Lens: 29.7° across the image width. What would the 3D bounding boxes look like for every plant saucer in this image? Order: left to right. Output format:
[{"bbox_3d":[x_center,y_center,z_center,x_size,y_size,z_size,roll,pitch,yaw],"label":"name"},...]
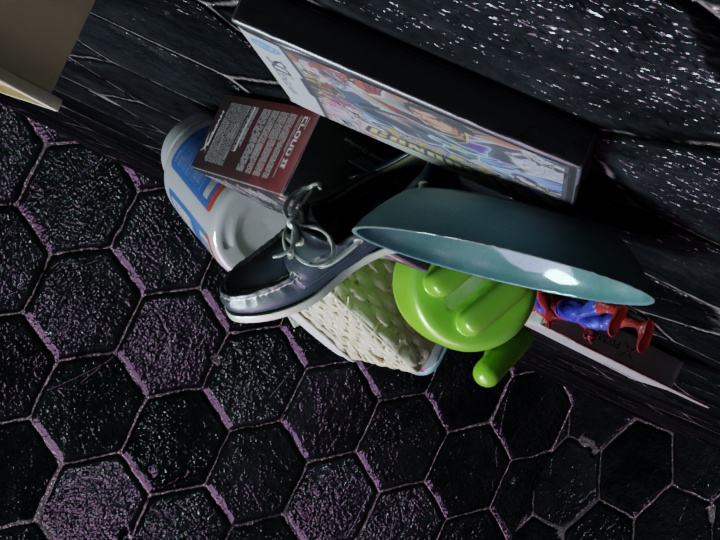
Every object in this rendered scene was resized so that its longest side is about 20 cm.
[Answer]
[{"bbox_3d":[0.095,-0.018,0.880,0.200,0.036,0.200,14,176,1],"label":"plant saucer"}]

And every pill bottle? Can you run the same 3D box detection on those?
[{"bbox_3d":[-0.121,-0.079,1.287,0.112,0.112,0.200,27,-169,-35],"label":"pill bottle"}]

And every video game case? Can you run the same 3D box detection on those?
[{"bbox_3d":[0.036,-0.090,0.778,0.200,0.026,0.181,25,177,9],"label":"video game case"}]

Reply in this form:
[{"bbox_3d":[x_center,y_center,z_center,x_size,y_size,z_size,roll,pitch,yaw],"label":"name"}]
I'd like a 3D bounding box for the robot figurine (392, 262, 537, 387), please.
[{"bbox_3d":[0.091,0.012,1.216,0.175,0.116,0.200,48,176,-4],"label":"robot figurine"}]

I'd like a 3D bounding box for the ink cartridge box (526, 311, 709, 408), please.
[{"bbox_3d":[0.291,0.087,1.576,0.200,0.045,0.176,26,178,-21],"label":"ink cartridge box"}]

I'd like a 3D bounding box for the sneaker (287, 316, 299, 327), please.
[{"bbox_3d":[-0.063,-0.048,1.454,0.070,0.099,0.200,-142,33,-82],"label":"sneaker"}]

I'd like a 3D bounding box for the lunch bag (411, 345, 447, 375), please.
[{"bbox_3d":[0.049,0.058,1.958,0.200,0.160,0.077,22,175,41],"label":"lunch bag"}]

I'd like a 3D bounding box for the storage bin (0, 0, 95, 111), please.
[{"bbox_3d":[-0.310,-0.206,0.942,0.200,0.094,0.199,27,176,-35],"label":"storage bin"}]

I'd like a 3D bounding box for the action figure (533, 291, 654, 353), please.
[{"bbox_3d":[0.224,0.046,1.420,0.065,0.052,0.200,22,-179,-25],"label":"action figure"}]

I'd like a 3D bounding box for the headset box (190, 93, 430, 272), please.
[{"bbox_3d":[-0.026,-0.072,1.099,0.149,0.077,0.200,27,176,-30],"label":"headset box"}]

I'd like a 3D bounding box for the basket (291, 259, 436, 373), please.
[{"bbox_3d":[0.000,0.000,1.365,0.123,0.136,0.200,14,158,44],"label":"basket"}]

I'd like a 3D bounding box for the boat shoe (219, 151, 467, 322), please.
[{"bbox_3d":[-0.021,-0.027,0.972,0.062,0.200,0.075,51,-159,-43],"label":"boat shoe"}]
